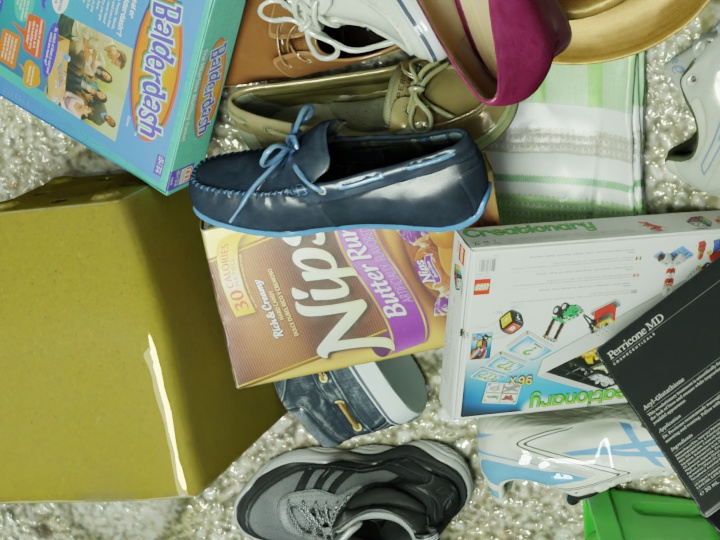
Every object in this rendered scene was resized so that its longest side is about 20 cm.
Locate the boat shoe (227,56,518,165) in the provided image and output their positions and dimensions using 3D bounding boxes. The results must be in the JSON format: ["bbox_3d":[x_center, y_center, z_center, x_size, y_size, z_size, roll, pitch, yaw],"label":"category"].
[{"bbox_3d":[0.007,-0.106,1.115,0.198,0.074,0.063,-3,144,30],"label":"boat shoe"}]

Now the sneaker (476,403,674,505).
[{"bbox_3d":[0.179,0.129,1.193,0.198,0.072,0.073,-4,107,24],"label":"sneaker"}]

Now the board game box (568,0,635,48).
[{"bbox_3d":[0.123,-0.260,1.016,0.159,0.097,0.201,-33,101,28],"label":"board game box"}]

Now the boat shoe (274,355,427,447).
[{"bbox_3d":[-0.039,0.040,1.224,0.090,0.071,0.201,-25,105,26],"label":"boat shoe"}]

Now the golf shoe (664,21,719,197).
[{"bbox_3d":[0.238,-0.135,1.053,0.096,0.078,0.202,13,116,18],"label":"golf shoe"}]

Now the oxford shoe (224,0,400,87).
[{"bbox_3d":[-0.041,-0.162,1.132,0.198,0.071,0.072,-13,112,24],"label":"oxford shoe"}]

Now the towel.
[{"bbox_3d":[0.122,-0.057,1.150,0.147,0.031,0.202,3,115,16],"label":"towel"}]

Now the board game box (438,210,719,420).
[{"bbox_3d":[0.154,0.029,1.120,0.197,0.035,0.128,-4,117,-17],"label":"board game box"}]

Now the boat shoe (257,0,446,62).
[{"bbox_3d":[-0.024,-0.177,1.054,0.086,0.075,0.202,-38,56,-5],"label":"boat shoe"}]

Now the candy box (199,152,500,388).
[{"bbox_3d":[0.000,0.000,1.137,0.197,0.057,0.118,-11,109,2],"label":"candy box"}]

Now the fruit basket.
[{"bbox_3d":[0.167,0.266,1.230,0.213,0.156,0.218,-1,113,-1],"label":"fruit basket"}]

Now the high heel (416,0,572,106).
[{"bbox_3d":[0.036,-0.178,0.879,0.200,0.096,0.067,49,125,-1],"label":"high heel"}]

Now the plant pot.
[{"bbox_3d":[-0.180,0.036,1.206,0.193,0.194,0.203,-3,104,20],"label":"plant pot"}]

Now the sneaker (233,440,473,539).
[{"bbox_3d":[-0.019,0.187,1.261,0.198,0.114,0.076,-12,110,22],"label":"sneaker"}]

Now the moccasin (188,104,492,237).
[{"bbox_3d":[-0.016,-0.070,1.069,0.197,0.081,0.069,-3,131,11],"label":"moccasin"}]

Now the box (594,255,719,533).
[{"bbox_3d":[0.270,0.054,1.053,0.199,0.142,0.079,-37,144,9],"label":"box"}]

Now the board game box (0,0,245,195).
[{"bbox_3d":[-0.182,-0.167,1.164,0.199,0.045,0.153,31,121,20],"label":"board game box"}]

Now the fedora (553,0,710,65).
[{"bbox_3d":[0.112,-0.196,0.945,0.198,0.082,0.203,7,116,15],"label":"fedora"}]
